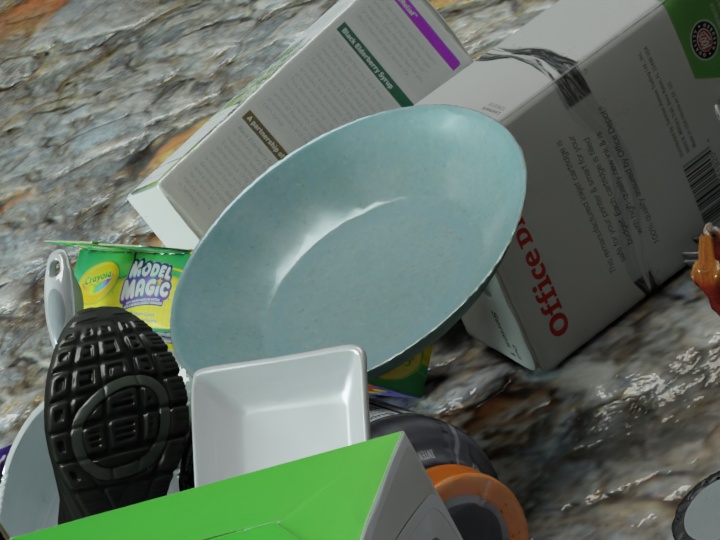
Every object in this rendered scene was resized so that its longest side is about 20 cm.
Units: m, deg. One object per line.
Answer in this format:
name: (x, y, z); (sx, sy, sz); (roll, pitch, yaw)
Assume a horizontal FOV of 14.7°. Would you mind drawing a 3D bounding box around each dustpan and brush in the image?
dustpan and brush: (-0.144, 0.089, 1.472); (0.139, 0.057, 0.201); (-15, 67, 31)

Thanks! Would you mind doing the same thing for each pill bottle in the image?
pill bottle: (0.000, 0.115, 1.337); (0.106, 0.107, 0.200); (-37, 23, -20)

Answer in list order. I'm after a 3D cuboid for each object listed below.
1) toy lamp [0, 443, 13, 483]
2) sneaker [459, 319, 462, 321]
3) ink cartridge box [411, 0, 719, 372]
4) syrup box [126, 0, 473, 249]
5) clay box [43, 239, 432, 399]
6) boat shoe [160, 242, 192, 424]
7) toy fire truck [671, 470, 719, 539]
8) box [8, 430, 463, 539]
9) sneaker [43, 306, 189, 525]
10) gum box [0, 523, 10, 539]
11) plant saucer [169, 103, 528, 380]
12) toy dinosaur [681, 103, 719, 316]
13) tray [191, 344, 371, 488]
toy lamp: (-0.156, 0.127, 1.572); (0.199, 0.058, 0.058); (1, 36, 47)
sneaker: (0.074, -0.066, 1.603); (0.200, 0.076, 0.091); (-47, 40, -11)
ink cartridge box: (0.126, -0.063, 1.519); (0.200, 0.147, 0.084); (-35, 28, -18)
syrup box: (-0.035, -0.082, 1.637); (0.200, 0.082, 0.079); (-43, 9, -16)
clay box: (-0.071, 0.026, 1.525); (0.115, 0.199, 0.048); (2, 79, 53)
boat shoe: (-0.092, 0.034, 1.698); (0.071, 0.070, 0.201); (-9, 31, 18)
toy fire truck: (0.174, 0.161, 1.026); (0.175, 0.129, 0.201); (-10, 40, 38)
box: (-0.040, 0.183, 1.135); (0.199, 0.177, 0.097); (-18, 26, 26)
sneaker: (-0.126, 0.119, 1.385); (0.075, 0.201, 0.091); (-2, -11, -23)
gum box: (-0.206, 0.147, 1.384); (0.066, 0.201, 0.113); (-33, 20, -11)
plant saucer: (0.000, 0.000, 1.388); (0.200, 0.039, 0.202); (-22, 36, 17)
toy dinosaur: (0.247, -0.047, 1.433); (0.199, 0.105, 0.182); (1, 54, 30)
tray: (-0.027, 0.139, 1.258); (0.107, 0.201, 0.022); (-10, -10, 40)
